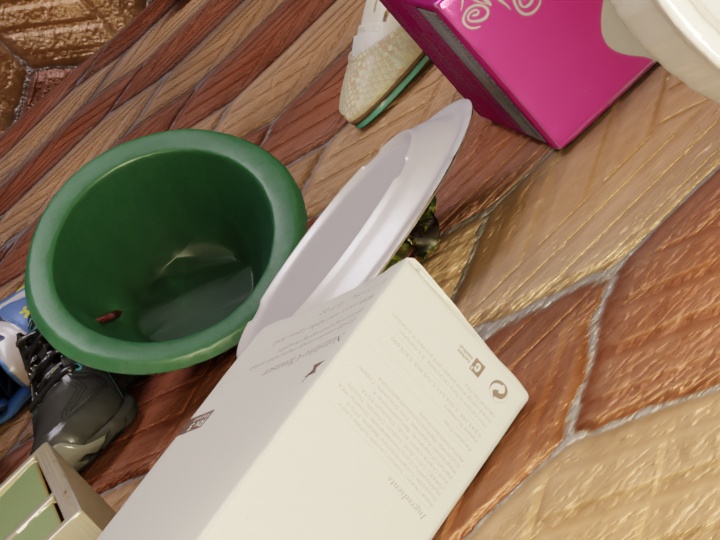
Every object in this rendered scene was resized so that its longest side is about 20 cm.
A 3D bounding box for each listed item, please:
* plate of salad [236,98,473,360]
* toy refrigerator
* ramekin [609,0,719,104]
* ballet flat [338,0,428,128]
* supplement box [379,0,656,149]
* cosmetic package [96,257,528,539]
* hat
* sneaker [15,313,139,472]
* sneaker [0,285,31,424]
[{"bbox_3d":[0.000,0.000,1.475,0.200,0.048,0.200,-52,9,12],"label":"plate of salad"},{"bbox_3d":[-0.150,0.142,1.419,0.076,0.070,0.200,-44,12,-3],"label":"toy refrigerator"},{"bbox_3d":[0.171,-0.144,1.044,0.200,0.200,0.098,-45,4,-9],"label":"ramekin"},{"bbox_3d":[0.038,-0.179,1.952,0.200,0.062,0.067,-48,12,-21],"label":"ballet flat"},{"bbox_3d":[0.088,-0.139,1.543,0.101,0.103,0.200,-43,13,-2],"label":"supplement box"},{"bbox_3d":[-0.035,0.099,1.145,0.113,0.081,0.200,-27,19,49],"label":"cosmetic package"},{"bbox_3d":[-0.095,0.028,1.749,0.165,0.176,0.201,0,52,13],"label":"hat"},{"bbox_3d":[-0.177,0.066,1.770,0.075,0.079,0.200,-40,13,14],"label":"sneaker"},{"bbox_3d":[-0.270,0.074,2.076,0.200,0.074,0.082,-33,17,45],"label":"sneaker"}]
